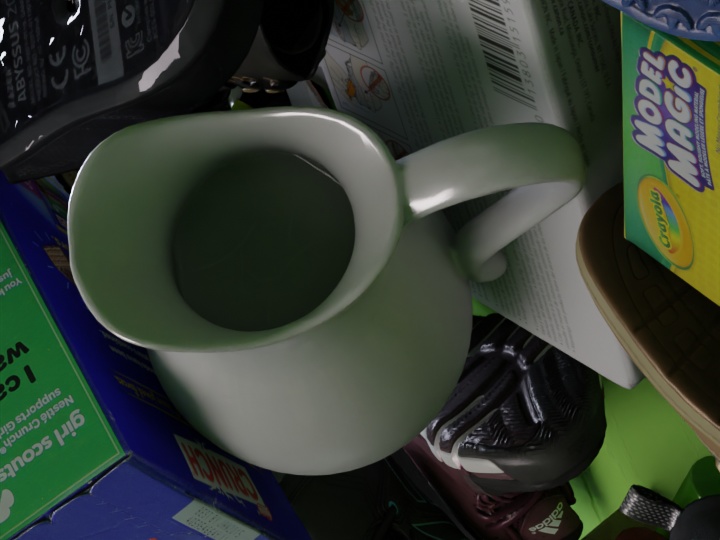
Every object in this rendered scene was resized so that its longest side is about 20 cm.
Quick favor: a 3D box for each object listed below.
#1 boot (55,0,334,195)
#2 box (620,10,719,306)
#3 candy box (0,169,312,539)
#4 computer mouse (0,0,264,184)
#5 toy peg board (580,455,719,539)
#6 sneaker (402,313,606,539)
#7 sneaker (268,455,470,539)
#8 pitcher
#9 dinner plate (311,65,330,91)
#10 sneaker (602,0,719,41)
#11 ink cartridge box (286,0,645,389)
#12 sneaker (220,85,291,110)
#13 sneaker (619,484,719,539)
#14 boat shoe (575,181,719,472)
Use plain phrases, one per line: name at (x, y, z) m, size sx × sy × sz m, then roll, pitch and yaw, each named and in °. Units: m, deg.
boot at (-0.058, -0.069, 0.980) m, size 0.138 × 0.077 × 0.201 m, roll 26°, pitch 146°, yaw 37°
box at (0.147, -0.019, 0.807) m, size 0.200 × 0.048 × 0.118 m, roll 40°, pitch 156°, yaw 31°
candy box at (-0.118, 0.038, 1.018) m, size 0.200 × 0.077 × 0.169 m, roll 56°, pitch -172°, yaw 30°
computer mouse at (-0.093, -0.088, 0.904) m, size 0.199 × 0.053 × 0.139 m, roll -18°, pitch 72°, yaw 45°
toy peg board at (0.128, 0.181, 0.991) m, size 0.200 × 0.199 × 0.098 m, roll 43°, pitch 142°, yaw 19°
sneaker at (0.071, 0.078, 1.101) m, size 0.116 × 0.076 × 0.200 m, roll 53°, pitch 170°, yaw -20°
sneaker at (0.018, 0.123, 1.137) m, size 0.079 × 0.076 × 0.200 m, roll 32°, pitch 177°, yaw 37°
pitcher at (0.000, 0.000, 0.929) m, size 0.200 × 0.170 × 0.122 m, roll 61°, pitch -161°, yaw -74°
dinner plate at (-0.040, -0.140, 1.020) m, size 0.200 × 0.024 × 0.201 m, roll 42°, pitch 158°, yaw 21°
sneaker at (0.072, -0.120, 0.777) m, size 0.199 × 0.078 × 0.070 m, roll 10°, pitch 136°, yaw 29°
ink cartridge box at (0.033, -0.068, 0.960) m, size 0.173 × 0.043 × 0.201 m, roll 32°, pitch 152°, yaw 42°
sneaker at (-0.044, -0.069, 1.104) m, size 0.200 × 0.072 × 0.083 m, roll 49°, pitch 146°, yaw -9°
sneaker at (0.133, 0.125, 0.908) m, size 0.140 × 0.200 × 0.078 m, roll 47°, pitch 115°, yaw 26°
boat shoe at (0.146, 0.053, 0.890) m, size 0.200 × 0.071 × 0.065 m, roll 46°, pitch 158°, yaw 11°
